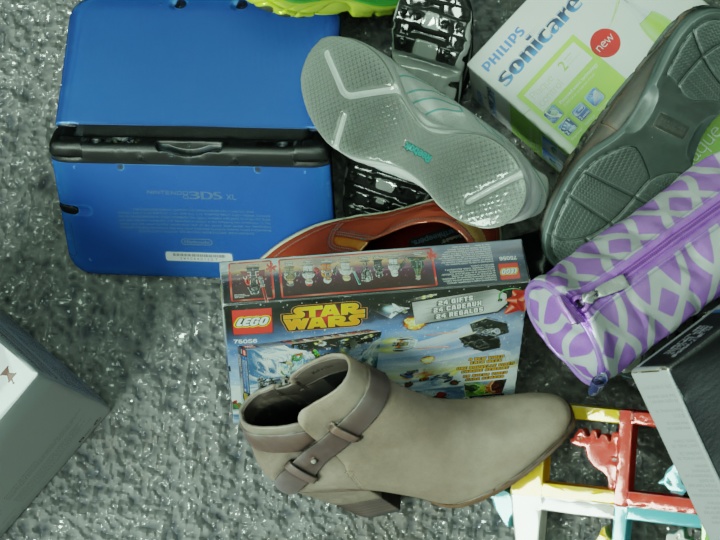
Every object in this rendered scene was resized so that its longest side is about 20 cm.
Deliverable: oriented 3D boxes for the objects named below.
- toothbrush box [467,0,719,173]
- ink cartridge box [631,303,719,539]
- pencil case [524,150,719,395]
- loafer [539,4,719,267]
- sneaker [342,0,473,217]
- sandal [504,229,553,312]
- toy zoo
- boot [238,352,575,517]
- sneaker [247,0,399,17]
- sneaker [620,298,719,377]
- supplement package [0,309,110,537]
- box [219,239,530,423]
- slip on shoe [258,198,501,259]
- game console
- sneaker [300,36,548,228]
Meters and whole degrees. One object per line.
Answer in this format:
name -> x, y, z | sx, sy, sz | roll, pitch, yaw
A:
toothbrush box -> 0.197, -0.122, 1.240 | 0.200, 0.086, 0.146 | 43, 87, 13
ink cartridge box -> 0.289, 0.100, 1.129 | 0.198, 0.047, 0.200 | -34, 102, -28
pencil case -> 0.195, -0.011, 1.108 | 0.200, 0.086, 0.084 | -36, 63, -16
loafer -> 0.186, -0.087, 1.167 | 0.072, 0.063, 0.200 | 32, 101, -16
sneaker -> 0.042, -0.116, 1.264 | 0.066, 0.090, 0.200 | 19, 107, 10
sandal -> 0.081, 0.012, 1.246 | 0.200, 0.043, 0.076 | -22, 78, 2
toy zoo -> 0.181, 0.159, 1.191 | 0.200, 0.020, 0.131 | 5, 90, 22
boot -> 0.025, 0.101, 1.169 | 0.200, 0.146, 0.070 | -27, 44, 17
sneaker -> -0.007, -0.227, 1.236 | 0.074, 0.200, 0.084 | 38, 124, 27
sneaker -> 0.219, 0.046, 1.204 | 0.200, 0.079, 0.076 | 15, 91, -13
supplement package -> -0.303, 0.109, 1.187 | 0.147, 0.200, 0.191 | 39, 85, 11
box -> 0.008, 0.042, 1.177 | 0.200, 0.137, 0.040 | -4, 52, -4
slip on shoe -> 0.000, 0.000, 1.210 | 0.200, 0.061, 0.074 | -17, 103, 17
game console -> -0.113, -0.095, 1.272 | 0.200, 0.171, 0.118 | 2, 38, 6
sneaker -> 0.042, -0.089, 1.186 | 0.200, 0.080, 0.070 | 38, 106, 23
